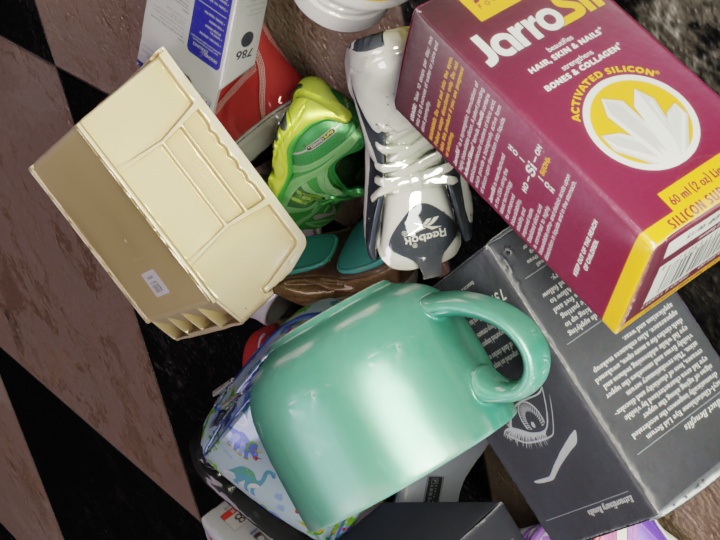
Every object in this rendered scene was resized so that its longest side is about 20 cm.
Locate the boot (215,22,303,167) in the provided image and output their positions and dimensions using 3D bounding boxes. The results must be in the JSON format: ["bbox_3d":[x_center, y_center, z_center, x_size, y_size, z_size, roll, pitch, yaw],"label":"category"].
[{"bbox_3d":[-0.117,-0.154,1.318,0.145,0.072,0.200,60,147,1],"label":"boot"}]

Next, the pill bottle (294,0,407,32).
[{"bbox_3d":[0.012,-0.228,0.960,0.105,0.104,0.200,53,154,11],"label":"pill bottle"}]

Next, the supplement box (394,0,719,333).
[{"bbox_3d":[0.125,-0.080,0.905,0.200,0.110,0.086,48,152,23],"label":"supplement box"}]

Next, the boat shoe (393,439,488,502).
[{"bbox_3d":[0.065,0.145,1.295,0.067,0.069,0.202,-98,15,-58],"label":"boat shoe"}]

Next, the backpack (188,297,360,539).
[{"bbox_3d":[-0.036,0.121,1.270,0.163,0.201,0.154,38,-163,2],"label":"backpack"}]

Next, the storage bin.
[{"bbox_3d":[-0.157,-0.051,1.274,0.199,0.094,0.200,53,158,-9],"label":"storage bin"}]

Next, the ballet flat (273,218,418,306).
[{"bbox_3d":[0.000,0.000,1.264,0.072,0.068,0.199,40,147,-27],"label":"ballet flat"}]

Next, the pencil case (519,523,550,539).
[{"bbox_3d":[0.127,0.240,1.270,0.084,0.086,0.200,47,154,-8],"label":"pencil case"}]

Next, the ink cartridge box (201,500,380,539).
[{"bbox_3d":[-0.031,0.250,1.479,0.199,0.161,0.051,31,145,44],"label":"ink cartridge box"}]

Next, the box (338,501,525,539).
[{"bbox_3d":[0.071,0.277,1.193,0.183,0.104,0.199,57,154,-9],"label":"box"}]

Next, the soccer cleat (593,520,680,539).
[{"bbox_3d":[0.178,0.192,1.140,0.201,0.073,0.068,52,153,15],"label":"soccer cleat"}]

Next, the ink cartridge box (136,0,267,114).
[{"bbox_3d":[-0.113,-0.225,1.194,0.099,0.039,0.202,37,128,29],"label":"ink cartridge box"}]

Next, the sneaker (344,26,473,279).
[{"bbox_3d":[0.037,-0.066,1.029,0.199,0.078,0.131,96,164,-71],"label":"sneaker"}]

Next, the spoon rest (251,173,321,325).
[{"bbox_3d":[-0.082,-0.013,1.396,0.098,0.061,0.201,20,147,9],"label":"spoon rest"}]

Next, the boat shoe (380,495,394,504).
[{"bbox_3d":[0.027,0.120,1.344,0.072,0.068,0.202,16,131,56],"label":"boat shoe"}]

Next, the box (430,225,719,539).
[{"bbox_3d":[0.142,0.064,1.035,0.201,0.104,0.148,57,154,3],"label":"box"}]

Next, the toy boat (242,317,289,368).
[{"bbox_3d":[-0.078,0.128,1.442,0.132,0.130,0.200,66,174,-13],"label":"toy boat"}]

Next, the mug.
[{"bbox_3d":[0.020,0.069,0.998,0.115,0.184,0.152,60,179,4],"label":"mug"}]

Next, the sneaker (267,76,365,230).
[{"bbox_3d":[-0.024,-0.073,1.215,0.083,0.075,0.200,25,162,6],"label":"sneaker"}]
